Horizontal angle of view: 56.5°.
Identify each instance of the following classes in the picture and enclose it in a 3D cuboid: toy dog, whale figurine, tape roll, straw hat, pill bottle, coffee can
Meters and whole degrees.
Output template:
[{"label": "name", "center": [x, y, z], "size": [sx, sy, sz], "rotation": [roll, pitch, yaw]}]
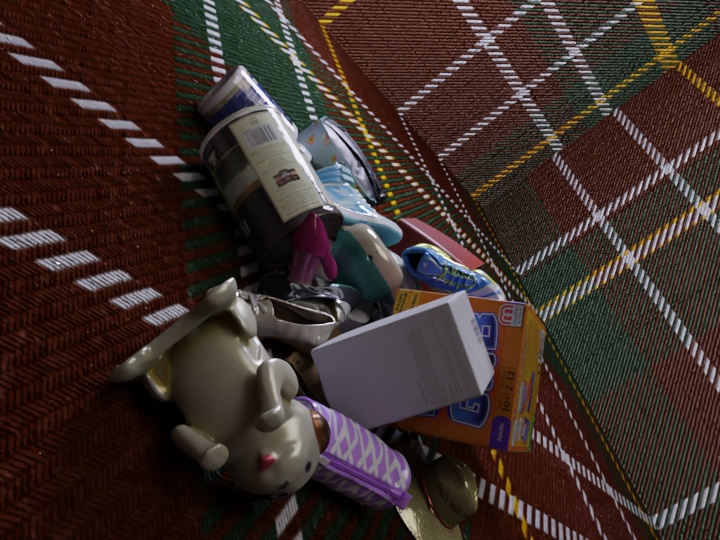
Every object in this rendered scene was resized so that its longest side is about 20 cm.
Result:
[{"label": "toy dog", "center": [-0.122, 0.134, 0.654], "size": [0.201, 0.139, 0.194], "rotation": [53, -13, -2]}, {"label": "whale figurine", "center": [0.000, 0.000, 1.144], "size": [0.160, 0.103, 0.200], "rotation": [54, -7, 3]}, {"label": "tape roll", "center": [-0.055, 0.013, 1.156], "size": [0.203, 0.037, 0.204], "rotation": [48, 18, -21]}, {"label": "straw hat", "center": [0.127, 0.324, 0.985], "size": [0.201, 0.085, 0.202], "rotation": [47, 20, -23]}, {"label": "pill bottle", "center": [-0.180, -0.247, 1.177], "size": [0.200, 0.111, 0.112], "rotation": [46, 20, -25]}, {"label": "coffee can", "center": [-0.135, -0.125, 1.016], "size": [0.202, 0.146, 0.146], "rotation": [59, 18, 14]}]

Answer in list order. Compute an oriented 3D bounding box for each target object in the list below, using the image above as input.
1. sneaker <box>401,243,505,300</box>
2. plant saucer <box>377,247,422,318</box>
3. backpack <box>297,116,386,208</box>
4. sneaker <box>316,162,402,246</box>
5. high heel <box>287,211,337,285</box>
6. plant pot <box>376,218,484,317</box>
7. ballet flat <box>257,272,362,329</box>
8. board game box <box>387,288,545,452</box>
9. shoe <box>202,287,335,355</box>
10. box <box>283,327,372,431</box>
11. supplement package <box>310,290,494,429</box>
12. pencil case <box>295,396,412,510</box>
[{"label": "sneaker", "center": [0.146, 0.018, 1.132], "size": [0.199, 0.077, 0.104], "rotation": [31, 14, 32]}, {"label": "plant saucer", "center": [0.077, 0.051, 1.226], "size": [0.200, 0.049, 0.203], "rotation": [165, -90, -76]}, {"label": "backpack", "center": [-0.058, -0.194, 1.327], "size": [0.202, 0.152, 0.176], "rotation": [63, 15, -6]}, {"label": "sneaker", "center": [-0.009, -0.125, 1.207], "size": [0.198, 0.079, 0.132], "rotation": [18, 56, -30]}, {"label": "high heel", "center": [-0.058, -0.036, 0.976], "size": [0.066, 0.098, 0.200], "rotation": [18, 7, 2]}, {"label": "plant pot", "center": [0.114, 0.001, 1.385], "size": [0.176, 0.200, 0.200], "rotation": [46, 17, 10]}, {"label": "ballet flat", "center": [-0.066, 0.054, 0.987], "size": [0.198, 0.073, 0.074], "rotation": [15, 41, -46]}, {"label": "board game box", "center": [0.160, 0.156, 1.025], "size": [0.200, 0.197, 0.203], "rotation": [33, 66, -63]}, {"label": "shoe", "center": [-0.114, 0.056, 0.871], "size": [0.199, 0.053, 0.070], "rotation": [25, 28, -41]}, {"label": "box", "center": [-0.031, 0.162, 0.970], "size": [0.164, 0.021, 0.200], "rotation": [54, 18, -3]}, {"label": "supplement package", "center": [0.057, 0.120, 0.880], "size": [0.123, 0.198, 0.120], "rotation": [70, 20, 1]}, {"label": "pencil case", "center": [-0.021, 0.219, 0.790], "size": [0.199, 0.085, 0.085], "rotation": [37, -10, -40]}]
